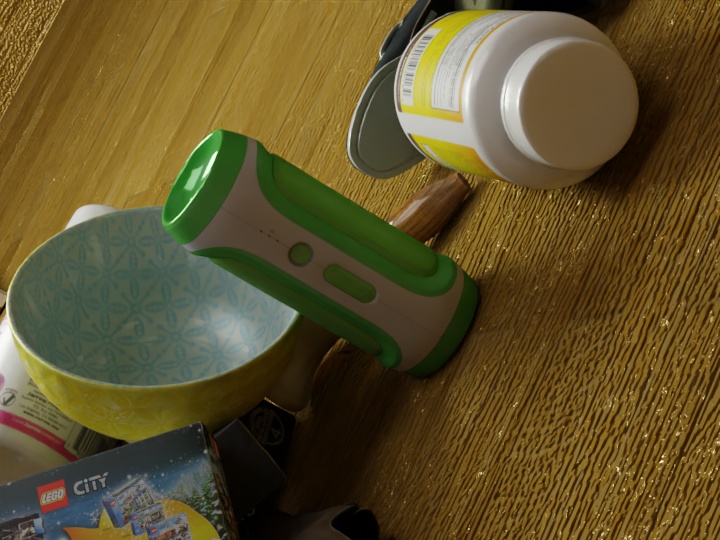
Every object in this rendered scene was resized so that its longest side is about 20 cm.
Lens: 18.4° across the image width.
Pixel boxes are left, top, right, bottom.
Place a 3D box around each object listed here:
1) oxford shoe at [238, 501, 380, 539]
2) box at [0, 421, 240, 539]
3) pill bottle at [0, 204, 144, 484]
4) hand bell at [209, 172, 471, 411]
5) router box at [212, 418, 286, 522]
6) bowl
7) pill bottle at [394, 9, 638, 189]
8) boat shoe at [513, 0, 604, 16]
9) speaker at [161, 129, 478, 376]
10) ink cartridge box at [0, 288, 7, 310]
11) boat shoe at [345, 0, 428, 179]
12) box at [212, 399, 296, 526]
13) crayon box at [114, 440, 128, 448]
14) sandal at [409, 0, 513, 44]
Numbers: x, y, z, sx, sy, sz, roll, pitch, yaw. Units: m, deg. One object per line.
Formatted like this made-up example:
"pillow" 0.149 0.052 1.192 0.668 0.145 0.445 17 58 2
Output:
"oxford shoe" -0.024 0.180 1.374 0.084 0.073 0.200 -34 13 -7
"box" -0.169 0.186 1.325 0.200 0.038 0.137 -18 64 4
"pill bottle" -0.206 0.060 1.599 0.113 0.113 0.200 -26 34 59
"hand bell" 0.000 0.000 1.574 0.200 0.104 0.104 -39 24 16
"router box" -0.140 0.179 1.434 0.200 0.052 0.157 -40 -2 -7
"bowl" -0.133 0.056 1.499 0.200 0.200 0.108 -85 -5 -53
"pill bottle" 0.100 -0.109 1.401 0.109 0.109 0.200 -60 19 -2
"boat shoe" 0.118 -0.187 1.553 0.200 0.070 0.066 -14 56 61
"speaker" -0.025 -0.010 1.427 0.088 0.200 0.088 -50 21 26
"ink cartridge box" -0.530 0.092 2.781 0.200 0.075 0.165 -60 17 -5
"boat shoe" 0.048 -0.149 1.666 0.200 0.076 0.060 -52 16 -18
"box" -0.132 0.200 1.623 0.200 0.049 0.161 -38 29 43
"crayon box" -0.175 0.159 1.625 0.119 0.058 0.200 -43 23 35
"sandal" 0.062 -0.161 1.545 0.201 0.057 0.080 98 155 -45
